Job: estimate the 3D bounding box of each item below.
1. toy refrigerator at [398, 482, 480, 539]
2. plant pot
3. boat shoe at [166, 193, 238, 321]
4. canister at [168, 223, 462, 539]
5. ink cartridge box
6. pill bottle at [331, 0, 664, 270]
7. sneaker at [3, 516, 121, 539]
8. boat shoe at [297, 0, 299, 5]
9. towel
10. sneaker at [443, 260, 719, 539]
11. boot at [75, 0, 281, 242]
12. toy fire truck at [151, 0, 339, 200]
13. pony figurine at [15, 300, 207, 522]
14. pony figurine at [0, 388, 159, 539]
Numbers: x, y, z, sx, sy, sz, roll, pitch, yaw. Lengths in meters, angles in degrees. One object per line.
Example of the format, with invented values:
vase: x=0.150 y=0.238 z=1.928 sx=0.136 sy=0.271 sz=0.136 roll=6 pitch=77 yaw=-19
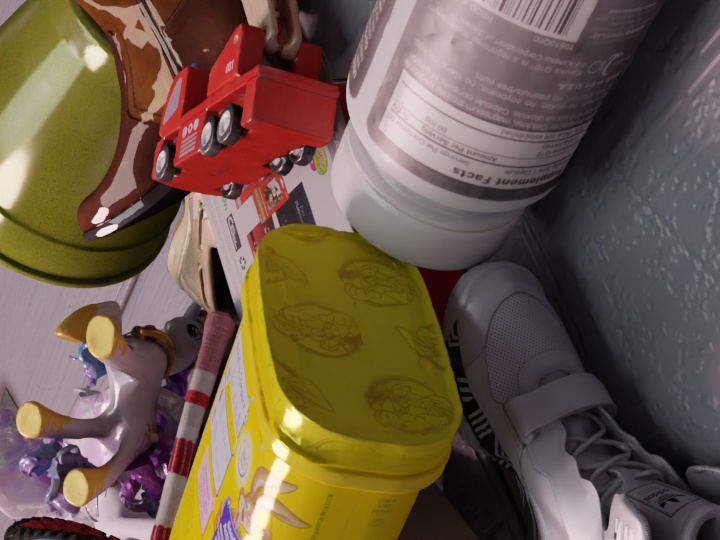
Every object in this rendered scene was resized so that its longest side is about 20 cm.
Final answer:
toy refrigerator: x=0.031 y=0.174 z=0.722 sx=0.200 sy=0.075 sz=0.070 roll=-139 pitch=29 yaw=-70
plant pot: x=-0.185 y=-0.125 z=0.984 sx=0.193 sy=0.199 sz=0.201 roll=-47 pitch=57 yaw=41
boat shoe: x=-0.084 y=-0.045 z=0.935 sx=0.065 sy=0.072 sz=0.201 roll=50 pitch=141 yaw=28
canister: x=-0.032 y=0.102 z=0.660 sx=0.149 sy=0.086 sz=0.201 roll=-104 pitch=29 yaw=-51
ink cartridge box: x=0.000 y=0.000 z=0.781 sx=0.175 sy=0.083 sz=0.201 roll=-39 pitch=65 yaw=55
pill bottle: x=0.059 y=-0.099 z=0.619 sx=0.114 sy=0.113 sz=0.201 roll=61 pitch=145 yaw=30
sneaker: x=-0.166 y=0.238 z=0.951 sx=0.079 sy=0.200 sz=0.096 roll=3 pitch=63 yaw=54
boat shoe: x=-0.093 y=-0.231 z=0.891 sx=0.200 sy=0.072 sz=0.073 roll=52 pitch=129 yaw=32
towel: x=-0.108 y=0.137 z=0.859 sx=0.144 sy=0.023 sz=0.201 roll=105 pitch=178 yaw=-73
sneaker: x=0.109 y=0.083 z=0.628 sx=0.115 sy=0.075 sz=0.201 roll=-25 pitch=81 yaw=59
boot: x=-0.155 y=-0.140 z=0.844 sx=0.188 sy=0.068 sz=0.200 roll=-41 pitch=88 yaw=28
toy fire truck: x=-0.047 y=-0.123 z=0.713 sx=0.200 sy=0.048 sz=0.142 roll=-17 pitch=63 yaw=61
pony figurine: x=-0.159 y=0.107 z=0.983 sx=0.165 sy=0.200 sz=0.195 roll=12 pitch=95 yaw=19
pony figurine: x=-0.216 y=0.178 z=1.156 sx=0.200 sy=0.166 sz=0.194 roll=-33 pitch=75 yaw=42
